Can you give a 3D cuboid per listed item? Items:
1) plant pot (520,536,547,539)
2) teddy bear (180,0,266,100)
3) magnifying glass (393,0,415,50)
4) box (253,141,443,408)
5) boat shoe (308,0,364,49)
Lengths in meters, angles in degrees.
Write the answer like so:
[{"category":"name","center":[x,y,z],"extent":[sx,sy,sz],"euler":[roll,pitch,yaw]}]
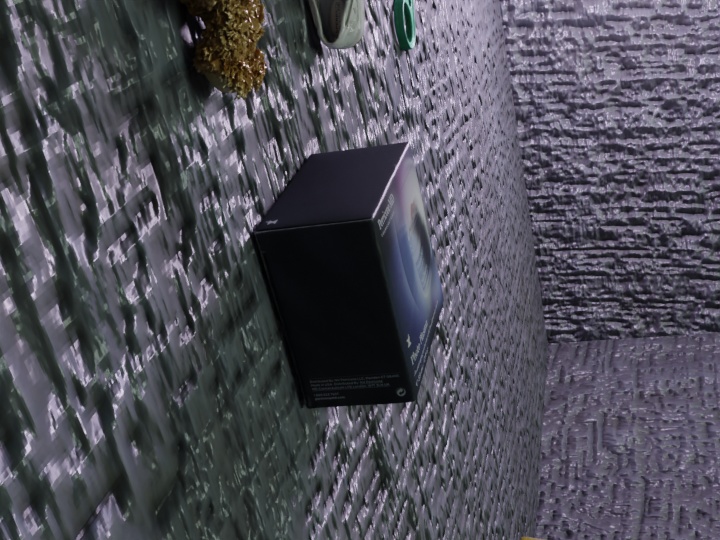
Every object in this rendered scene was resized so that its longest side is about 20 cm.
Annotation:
[{"category":"plant pot","center":[0.494,0.796,2.150],"extent":[0.200,0.199,0.177],"euler":[68,32,-43]},{"category":"teddy bear","center":[-0.106,-0.237,0.699],"extent":[0.145,0.067,0.201],"euler":[-18,103,-75]},{"category":"magnifying glass","center":[0.077,-0.450,1.438],"extent":[0.080,0.022,0.201],"euler":[58,30,-55]},{"category":"box","center":[0.000,0.000,0.882],"extent":[0.200,0.123,0.199],"euler":[-66,145,-58]},{"category":"boat shoe","center":[-0.032,-0.347,0.964],"extent":[0.069,0.071,0.201],"euler":[-52,135,-68]}]
